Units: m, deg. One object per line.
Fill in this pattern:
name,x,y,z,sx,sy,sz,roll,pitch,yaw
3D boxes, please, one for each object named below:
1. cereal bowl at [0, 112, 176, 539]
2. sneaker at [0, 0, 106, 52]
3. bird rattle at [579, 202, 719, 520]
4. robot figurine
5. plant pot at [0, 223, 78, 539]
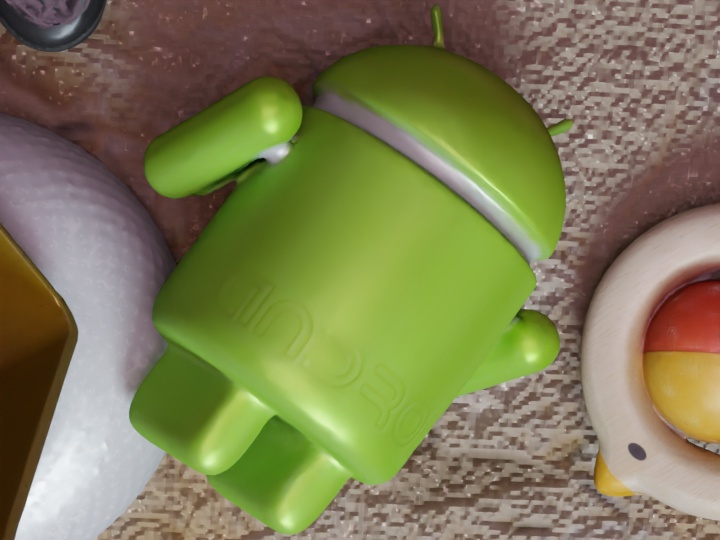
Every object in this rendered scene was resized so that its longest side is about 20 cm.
cereal bowl,-0.168,0.037,0.918,0.200,0.083,0.200,0,101,-2
sneaker,-0.129,-0.174,0.865,0.060,0.104,0.200,-5,105,-3
bird rattle,0.169,0.032,0.931,0.163,0.113,0.200,3,98,13
robot figurine,0.000,0.000,0.893,0.175,0.116,0.200,39,82,-27
plant pot,-0.234,0.031,0.771,0.176,0.200,0.200,-33,109,14
